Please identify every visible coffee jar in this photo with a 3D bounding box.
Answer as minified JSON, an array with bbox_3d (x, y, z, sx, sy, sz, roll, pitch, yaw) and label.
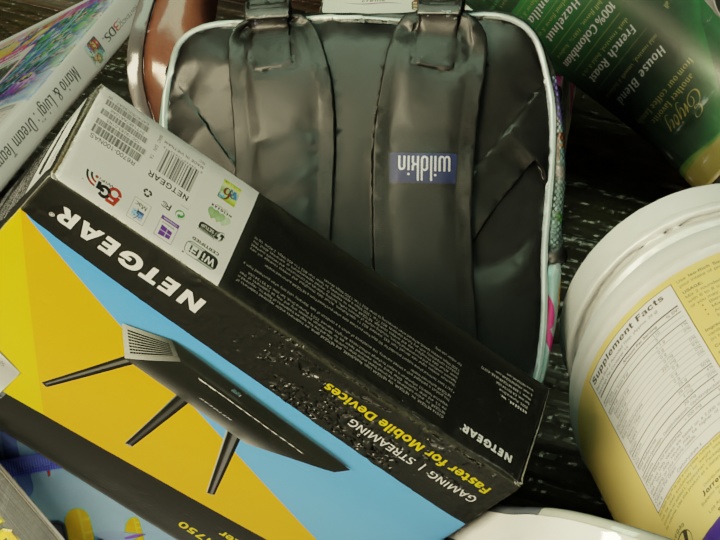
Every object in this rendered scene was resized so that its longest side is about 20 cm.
[{"bbox_3d":[0.149,-0.115,1.161,0.200,0.085,0.104,39,38,3],"label":"coffee jar"}]

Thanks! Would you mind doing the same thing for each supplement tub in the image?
[{"bbox_3d":[0.165,0.071,0.921,0.145,0.146,0.200,-10,37,-10],"label":"supplement tub"}]

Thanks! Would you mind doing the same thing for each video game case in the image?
[{"bbox_3d":[-0.210,-0.054,1.133,0.199,0.024,0.182,-21,24,35],"label":"video game case"}]

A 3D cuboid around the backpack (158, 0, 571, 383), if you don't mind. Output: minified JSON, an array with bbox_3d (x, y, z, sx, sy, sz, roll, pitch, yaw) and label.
[{"bbox_3d":[0.000,0.000,1.009,0.177,0.151,0.201,-1,76,2],"label":"backpack"}]

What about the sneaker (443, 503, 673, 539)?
[{"bbox_3d":[0.054,0.160,0.868,0.077,0.147,0.202,16,-6,-8],"label":"sneaker"}]

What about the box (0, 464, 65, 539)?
[{"bbox_3d":[-0.189,0.151,0.833,0.200,0.048,0.159,-37,81,-27],"label":"box"}]

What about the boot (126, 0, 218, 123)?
[{"bbox_3d":[-0.010,-0.064,1.117,0.199,0.069,0.189,0,69,6],"label":"boot"}]

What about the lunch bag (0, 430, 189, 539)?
[{"bbox_3d":[-0.144,0.104,0.939,0.150,0.094,0.201,-9,61,-25],"label":"lunch bag"}]

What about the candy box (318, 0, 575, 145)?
[{"bbox_3d":[0.045,-0.109,1.241,0.136,0.061,0.200,4,38,9],"label":"candy box"}]

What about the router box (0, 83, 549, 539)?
[{"bbox_3d":[-0.053,0.038,0.870,0.200,0.149,0.051,34,49,-14],"label":"router box"}]
